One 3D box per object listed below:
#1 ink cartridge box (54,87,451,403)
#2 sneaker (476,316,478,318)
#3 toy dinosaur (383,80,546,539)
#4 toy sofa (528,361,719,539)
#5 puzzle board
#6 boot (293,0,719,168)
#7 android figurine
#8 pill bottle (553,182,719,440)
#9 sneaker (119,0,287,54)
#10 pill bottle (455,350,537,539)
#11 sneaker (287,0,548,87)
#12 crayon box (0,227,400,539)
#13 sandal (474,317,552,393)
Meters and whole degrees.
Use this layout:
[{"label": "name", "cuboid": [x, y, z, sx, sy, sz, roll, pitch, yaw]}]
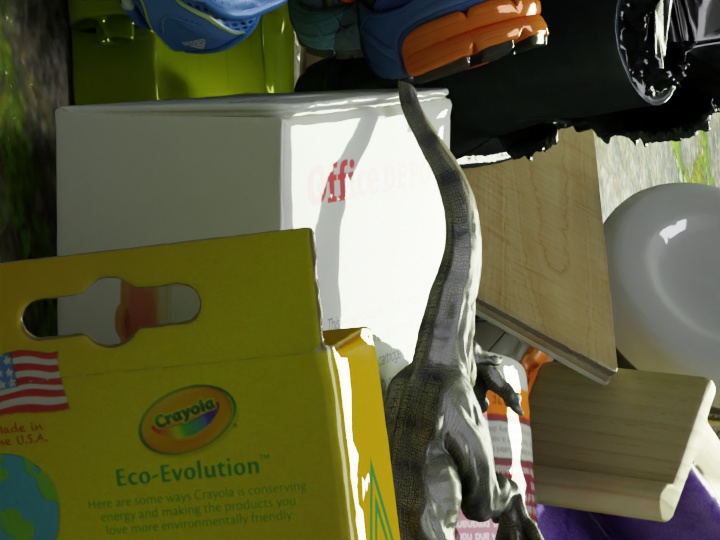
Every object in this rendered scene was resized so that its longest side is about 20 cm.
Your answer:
[{"label": "ink cartridge box", "cuboid": [-0.031, 0.043, 0.892, 0.145, 0.083, 0.202, -13, 105, -67]}, {"label": "sneaker", "cuboid": [0.064, -0.021, 1.379, 0.080, 0.073, 0.201, 76, 21, -60]}, {"label": "toy dinosaur", "cuboid": [0.027, 0.050, 0.870, 0.088, 0.047, 0.202, 37, 55, -55]}, {"label": "toy sofa", "cuboid": [0.130, 0.131, 1.159, 0.200, 0.082, 0.098, 52, 53, -45]}, {"label": "puzzle board", "cuboid": [0.037, -0.045, 1.157, 0.150, 0.017, 0.201, 28, 30, -17]}, {"label": "boot", "cuboid": [0.090, -0.086, 1.080, 0.200, 0.167, 0.077, -26, 101, -54]}, {"label": "android figurine", "cuboid": [-0.065, -0.107, 0.981, 0.182, 0.041, 0.202, 30, 57, -71]}, {"label": "pill bottle", "cuboid": [0.125, 0.061, 1.265, 0.200, 0.112, 0.113, 118, -16, -49]}, {"label": "sneaker", "cuboid": [-0.064, -0.119, 0.846, 0.199, 0.075, 0.106, -11, 91, -53]}, {"label": "pill bottle", "cuboid": [0.012, 0.135, 1.027, 0.114, 0.113, 0.202, 29, 56, -72]}, {"label": "sneaker", "cuboid": [0.016, -0.117, 0.963, 0.200, 0.075, 0.079, -148, -136, -72]}, {"label": "crayon box", "cuboid": [-0.052, 0.091, 0.784, 0.051, 0.126, 0.202, -22, 106, -75]}, {"label": "sandal", "cuboid": [0.022, 0.071, 1.149, 0.207, 0.059, 0.079, -54, 169, -27]}]
